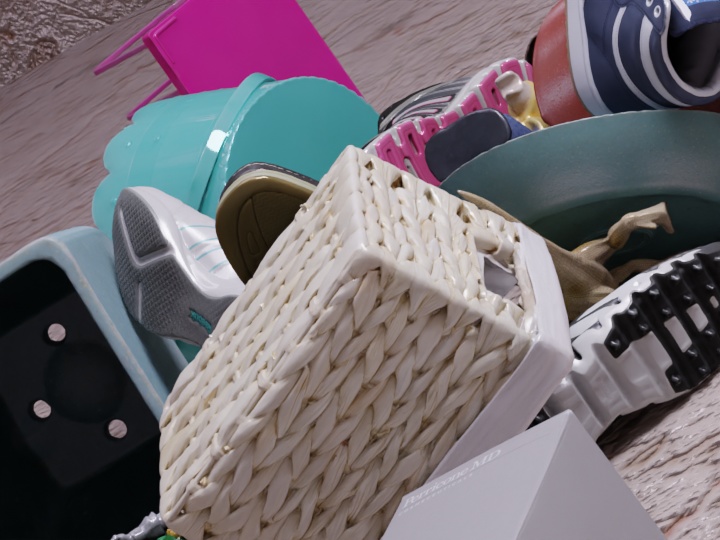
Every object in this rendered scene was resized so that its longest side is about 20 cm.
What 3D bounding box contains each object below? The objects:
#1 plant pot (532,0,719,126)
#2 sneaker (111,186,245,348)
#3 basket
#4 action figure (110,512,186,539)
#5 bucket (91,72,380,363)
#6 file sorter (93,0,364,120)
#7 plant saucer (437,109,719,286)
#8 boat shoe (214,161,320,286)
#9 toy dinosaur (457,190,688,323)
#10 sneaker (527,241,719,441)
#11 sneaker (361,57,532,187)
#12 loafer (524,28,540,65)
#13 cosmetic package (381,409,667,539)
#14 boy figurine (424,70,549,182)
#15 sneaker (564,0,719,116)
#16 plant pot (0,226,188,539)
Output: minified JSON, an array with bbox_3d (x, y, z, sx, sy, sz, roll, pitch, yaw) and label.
[{"bbox_3d":[0.213,-0.131,1.598,0.195,0.201,0.201,-32,11,48],"label":"plant pot"},{"bbox_3d":[-0.070,0.012,1.550,0.080,0.071,0.200,-11,35,-36],"label":"sneaker"},{"bbox_3d":[-0.004,0.058,1.371,0.201,0.123,0.136,-55,19,21],"label":"basket"},{"bbox_3d":[-0.098,0.160,1.466,0.118,0.055,0.201,5,61,53],"label":"action figure"},{"bbox_3d":[-0.069,-0.034,1.891,0.134,0.208,0.207,-13,25,46],"label":"bucket"},{"bbox_3d":[-0.103,-0.134,2.305,0.139,0.201,0.125,-43,13,-34],"label":"file sorter"},{"bbox_3d":[0.138,-0.030,1.528,0.198,0.036,0.200,-7,-22,-3],"label":"plant saucer"},{"bbox_3d":[0.001,0.000,1.460,0.072,0.200,0.066,-45,31,21],"label":"boat shoe"},{"bbox_3d":[0.122,0.006,1.471,0.100,0.059,0.200,-18,-25,12],"label":"toy dinosaur"},{"bbox_3d":[0.115,0.049,1.422,0.200,0.067,0.090,-40,24,-16],"label":"sneaker"},{"bbox_3d":[0.038,-0.071,1.805,0.087,0.074,0.200,-18,16,46],"label":"sneaker"},{"bbox_3d":[0.163,-0.146,1.973,0.071,0.073,0.200,-37,14,-17],"label":"loafer"},{"bbox_3d":[0.051,0.156,1.179,0.106,0.090,0.200,-30,17,27],"label":"cosmetic package"},{"bbox_3d":[0.111,-0.059,1.677,0.064,0.125,0.200,-22,-9,24],"label":"boy figurine"},{"bbox_3d":[0.147,-0.178,1.459,0.070,0.202,0.108,-16,10,-26],"label":"sneaker"},{"bbox_3d":[-0.186,0.089,1.657,0.196,0.197,0.200,-31,7,13],"label":"plant pot"}]
